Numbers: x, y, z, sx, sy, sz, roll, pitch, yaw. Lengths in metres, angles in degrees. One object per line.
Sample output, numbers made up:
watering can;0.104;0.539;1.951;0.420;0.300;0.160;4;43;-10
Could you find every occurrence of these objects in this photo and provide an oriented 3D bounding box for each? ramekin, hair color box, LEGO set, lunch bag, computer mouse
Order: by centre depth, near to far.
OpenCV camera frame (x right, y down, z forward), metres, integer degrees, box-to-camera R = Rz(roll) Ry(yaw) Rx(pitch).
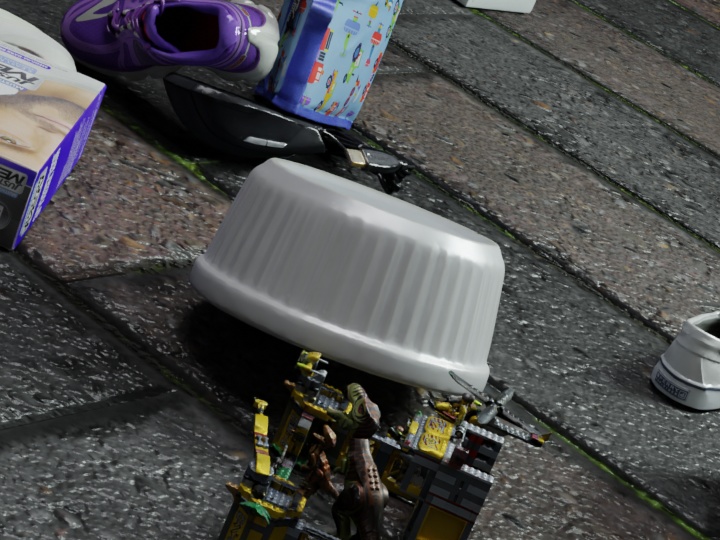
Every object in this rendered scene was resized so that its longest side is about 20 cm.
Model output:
LEGO set;0.013;0.096;1.138;0.153;0.116;0.200;27;22;10
ramekin;0.000;0.000;1.310;0.201;0.095;0.202;21;6;-2
hair color box;-0.249;-0.093;1.393;0.109;0.065;0.200;22;24;-3
computer mouse;-0.056;-0.096;1.598;0.199;0.046;0.140;17;7;-40
lunch bag;-0.024;-0.197;1.660;0.094;0.151;0.200;21;4;0

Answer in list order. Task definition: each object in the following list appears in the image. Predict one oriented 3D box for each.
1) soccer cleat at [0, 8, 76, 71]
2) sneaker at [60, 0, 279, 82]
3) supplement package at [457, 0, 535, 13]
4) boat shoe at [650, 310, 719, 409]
soccer cleat;-0.304;-0.178;1.540;0.199;0.070;0.078;27;16;-8
sneaker;-0.158;-0.193;1.604;0.199;0.081;0.083;5;-3;33
supplement package;0.112;-0.389;2.341;0.116;0.118;0.200;-3;33;-46
boat shoe;0.295;0.058;1.565;0.073;0.066;0.200;34;25;26
